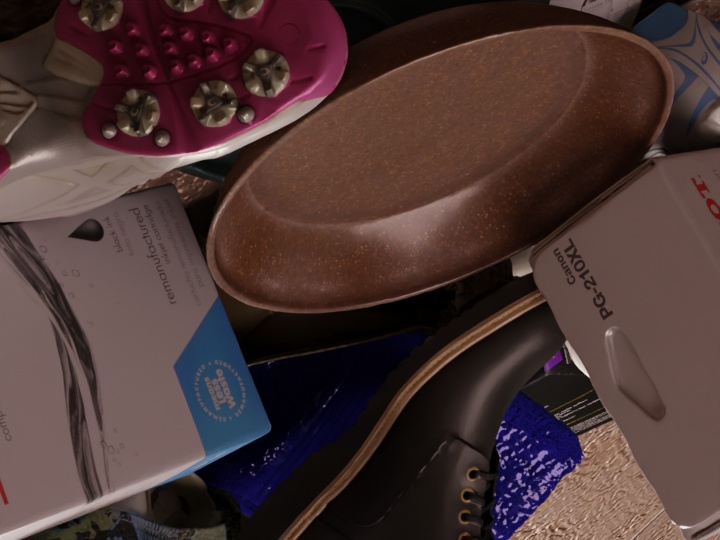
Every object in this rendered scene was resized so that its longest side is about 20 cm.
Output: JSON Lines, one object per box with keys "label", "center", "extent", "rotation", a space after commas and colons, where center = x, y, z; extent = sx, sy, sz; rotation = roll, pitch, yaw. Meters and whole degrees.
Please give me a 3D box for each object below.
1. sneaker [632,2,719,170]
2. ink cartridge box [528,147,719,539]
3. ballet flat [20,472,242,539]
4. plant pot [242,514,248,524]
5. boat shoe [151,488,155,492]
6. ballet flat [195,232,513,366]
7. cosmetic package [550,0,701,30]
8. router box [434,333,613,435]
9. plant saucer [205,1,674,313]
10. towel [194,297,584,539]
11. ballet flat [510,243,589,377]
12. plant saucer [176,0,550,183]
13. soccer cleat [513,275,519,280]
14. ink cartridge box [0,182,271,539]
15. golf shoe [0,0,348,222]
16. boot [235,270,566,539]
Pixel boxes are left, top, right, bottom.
{"label": "sneaker", "center": [0.156, -0.069, 0.979], "extent": [0.072, 0.073, 0.200], "rotation": [-31, 163, -7]}
{"label": "ink cartridge box", "center": [0.188, 0.022, 0.912], "extent": [0.084, 0.145, 0.199], "rotation": [-39, 163, 36]}
{"label": "ballet flat", "center": [-0.108, 0.115, 0.911], "extent": [0.074, 0.074, 0.200], "rotation": [-40, 160, 8]}
{"label": "plant pot", "center": [-0.125, 0.237, 1.099], "extent": [0.191, 0.201, 0.201], "rotation": [-9, 144, -20]}
{"label": "boat shoe", "center": [-0.156, 0.067, 0.921], "extent": [0.072, 0.061, 0.202], "rotation": [-33, 152, 8]}
{"label": "ballet flat", "center": [-0.028, 0.016, 0.919], "extent": [0.198, 0.046, 0.068], "rotation": [-7, 124, 1]}
{"label": "cosmetic package", "center": [0.082, -0.134, 0.892], "extent": [0.199, 0.051, 0.083], "rotation": [-24, 147, -19]}
{"label": "router box", "center": [0.067, 0.071, 1.105], "extent": [0.199, 0.051, 0.149], "rotation": [-29, 159, 37]}
{"label": "plant saucer", "center": [0.028, -0.049, 0.808], "extent": [0.199, 0.037, 0.201], "rotation": [-18, 156, -8]}
{"label": "towel", "center": [-0.008, 0.086, 0.999], "extent": [0.199, 0.050, 0.148], "rotation": [32, 119, -11]}
{"label": "ballet flat", "center": [0.113, 0.000, 0.987], "extent": [0.068, 0.200, 0.075], "rotation": [-16, -154, 53]}
{"label": "plant saucer", "center": [-0.018, -0.092, 0.801], "extent": [0.198, 0.028, 0.201], "rotation": [-8, 145, -5]}
{"label": "soccer cleat", "center": [0.120, -0.025, 1.074], "extent": [0.199, 0.070, 0.087], "rotation": [-16, 146, -32]}
{"label": "ink cartridge box", "center": [-0.143, 0.047, 0.797], "extent": [0.199, 0.117, 0.067], "rotation": [-18, 174, -45]}
{"label": "golf shoe", "center": [-0.091, -0.063, 0.752], "extent": [0.198, 0.076, 0.091], "rotation": [-11, 168, 19]}
{"label": "boot", "center": [0.055, 0.111, 0.913], "extent": [0.200, 0.139, 0.077], "rotation": [-47, 159, 19]}
